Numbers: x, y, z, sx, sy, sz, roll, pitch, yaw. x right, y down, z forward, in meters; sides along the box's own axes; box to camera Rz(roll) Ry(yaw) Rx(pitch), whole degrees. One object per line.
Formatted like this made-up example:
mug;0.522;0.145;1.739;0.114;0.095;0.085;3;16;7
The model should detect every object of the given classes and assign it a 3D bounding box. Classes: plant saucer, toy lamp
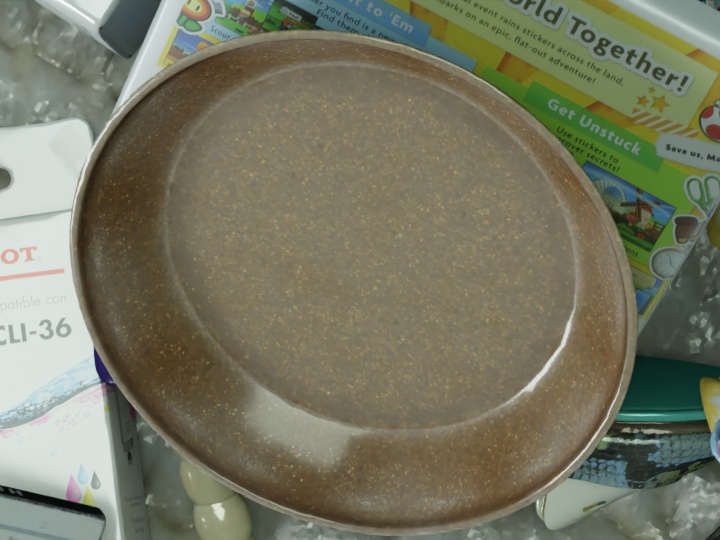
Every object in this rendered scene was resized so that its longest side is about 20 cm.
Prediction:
plant saucer;0.000;0.000;1.031;0.200;0.037;0.201;9;123;14
toy lamp;-0.057;0.081;1.120;0.058;0.058;0.200;-14;104;3

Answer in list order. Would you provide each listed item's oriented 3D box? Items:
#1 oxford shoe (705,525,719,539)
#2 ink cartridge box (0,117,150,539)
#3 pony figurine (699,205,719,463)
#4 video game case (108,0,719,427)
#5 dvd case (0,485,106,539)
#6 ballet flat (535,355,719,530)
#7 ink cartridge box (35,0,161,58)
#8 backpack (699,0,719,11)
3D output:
oxford shoe;0.141;0.135;1.119;0.073;0.084;0.200;31;90;4
ink cartridge box;-0.150;0.043;1.152;0.116;0.067;0.200;-8;86;4
pony figurine;0.182;0.014;0.997;0.166;0.200;0.193;8;109;-17
video game case;0.021;-0.048;1.030;0.200;0.023;0.182;28;126;0
dvd case;-0.188;0.164;1.066;0.150;0.025;0.200;14;95;-17
ballet flat;0.055;0.064;1.146;0.200;0.074;0.074;6;87;6
ink cartridge box;-0.137;-0.199;1.160;0.200;0.084;0.145;34;89;5
backpack;0.047;-0.114;1.095;0.200;0.154;0.191;11;101;4
